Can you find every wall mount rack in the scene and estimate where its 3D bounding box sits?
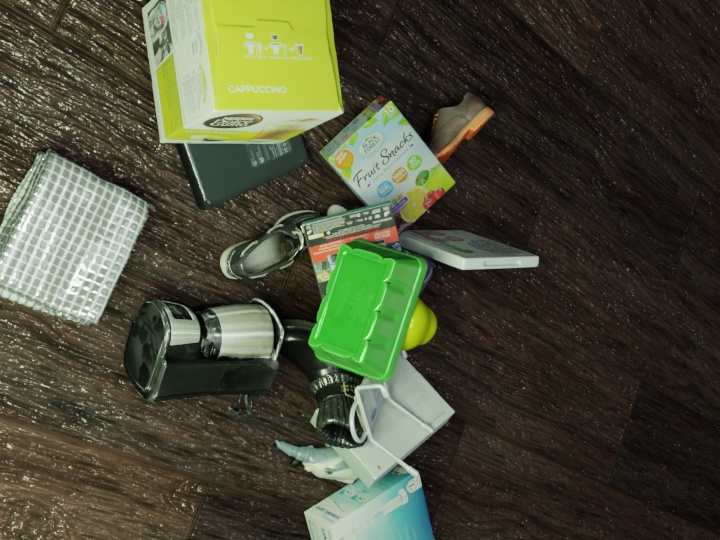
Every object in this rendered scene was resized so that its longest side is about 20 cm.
[{"bbox_3d":[0.051,0.224,1.518,0.200,0.074,0.174,-58,136,-58],"label":"wall mount rack"}]

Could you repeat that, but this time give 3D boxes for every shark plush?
[{"bbox_3d":[-0.058,0.310,1.611,0.200,0.091,0.083,9,69,-18],"label":"shark plush"}]

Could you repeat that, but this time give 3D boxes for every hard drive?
[{"bbox_3d":[-0.182,-0.193,1.454,0.200,0.033,0.140,-29,112,-33],"label":"hard drive"}]

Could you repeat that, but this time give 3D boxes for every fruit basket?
[{"bbox_3d":[0.028,0.064,1.465,0.216,0.155,0.216,-50,149,-45],"label":"fruit basket"}]

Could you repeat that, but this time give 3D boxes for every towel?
[{"bbox_3d":[-0.392,-0.038,1.272,0.166,0.086,0.200,29,77,-36],"label":"towel"}]

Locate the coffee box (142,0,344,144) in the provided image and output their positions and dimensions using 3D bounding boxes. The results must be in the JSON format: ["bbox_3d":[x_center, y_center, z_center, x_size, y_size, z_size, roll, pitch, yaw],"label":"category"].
[{"bbox_3d":[-0.165,-0.293,1.324,0.199,0.198,0.200,-6,88,-33],"label":"coffee box"}]

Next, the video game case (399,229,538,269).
[{"bbox_3d":[0.175,-0.038,1.647,0.182,0.200,0.024,-3,106,-38],"label":"video game case"}]

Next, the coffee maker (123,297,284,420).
[{"bbox_3d":[-0.230,0.136,1.388,0.200,0.135,0.192,1,95,-38],"label":"coffee maker"}]

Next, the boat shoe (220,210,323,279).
[{"bbox_3d":[-0.125,-0.041,1.498,0.200,0.060,0.074,-24,108,-34],"label":"boat shoe"}]

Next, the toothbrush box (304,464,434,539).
[{"bbox_3d":[0.018,0.444,1.647,0.200,0.085,0.147,-26,112,-34],"label":"toothbrush box"}]

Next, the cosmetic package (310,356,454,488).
[{"bbox_3d":[0.039,0.248,1.610,0.200,0.052,0.151,-33,71,-32],"label":"cosmetic package"}]

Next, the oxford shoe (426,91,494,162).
[{"bbox_3d":[0.147,-0.243,1.702,0.200,0.071,0.073,-41,85,-20],"label":"oxford shoe"}]

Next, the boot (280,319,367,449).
[{"bbox_3d":[-0.065,0.180,1.510,0.211,0.079,0.158,29,51,-27],"label":"boot"}]

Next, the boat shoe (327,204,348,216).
[{"bbox_3d":[0.008,-0.042,1.598,0.200,0.073,0.065,48,30,-48],"label":"boat shoe"}]

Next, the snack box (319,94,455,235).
[{"bbox_3d":[0.047,-0.172,1.596,0.142,0.053,0.200,-43,121,-1],"label":"snack box"}]

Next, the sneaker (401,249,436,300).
[{"bbox_3d":[0.062,0.062,1.603,0.087,0.076,0.200,14,119,-36],"label":"sneaker"}]

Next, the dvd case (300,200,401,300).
[{"bbox_3d":[0.000,0.000,1.516,0.146,0.022,0.200,-14,109,2],"label":"dvd case"}]
